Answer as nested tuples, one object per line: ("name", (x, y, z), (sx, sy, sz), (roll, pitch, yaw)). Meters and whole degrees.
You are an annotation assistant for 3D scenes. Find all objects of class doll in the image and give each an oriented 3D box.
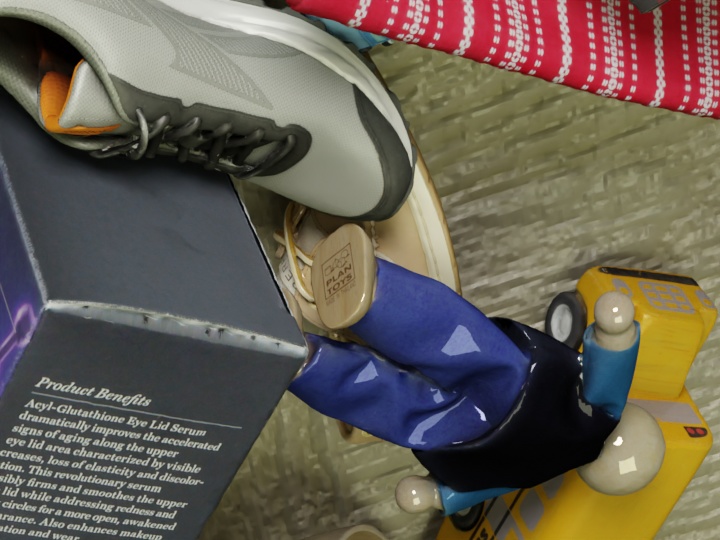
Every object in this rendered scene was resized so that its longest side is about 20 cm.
("doll", (0.053, 0.047, 0.906), (0.200, 0.049, 0.136), (28, 123, -38))

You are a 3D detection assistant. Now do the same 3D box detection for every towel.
("towel", (0.060, -0.138, 0.793), (0.199, 0.145, 0.022), (11, 166, -33))

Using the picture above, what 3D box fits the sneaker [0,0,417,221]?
("sneaker", (-0.068, -0.063, 0.802), (0.200, 0.080, 0.074), (29, 142, -25))

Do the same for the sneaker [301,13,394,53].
("sneaker", (0.018, -0.114, 0.842), (0.199, 0.079, 0.090), (23, 130, -29))

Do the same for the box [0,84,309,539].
("box", (-0.123, 0.046, 0.856), (0.104, 0.148, 0.200), (11, 123, -31))

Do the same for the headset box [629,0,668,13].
("headset box", (0.087, -0.177, 0.702), (0.200, 0.077, 0.149), (37, 149, -16))

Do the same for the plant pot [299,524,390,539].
("plant pot", (-0.047, 0.223, 1.037), (0.134, 0.201, 0.201), (-10, 138, 17))

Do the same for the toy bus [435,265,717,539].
("toy bus", (0.097, 0.095, 1.046), (0.065, 0.078, 0.200), (8, 126, -30))

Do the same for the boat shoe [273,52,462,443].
("boat shoe", (0.000, 0.000, 0.921), (0.069, 0.074, 0.201), (-19, 131, -4))
